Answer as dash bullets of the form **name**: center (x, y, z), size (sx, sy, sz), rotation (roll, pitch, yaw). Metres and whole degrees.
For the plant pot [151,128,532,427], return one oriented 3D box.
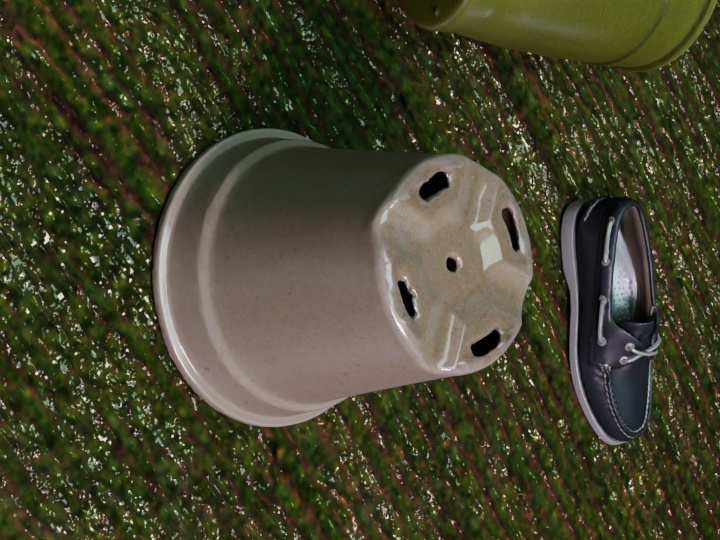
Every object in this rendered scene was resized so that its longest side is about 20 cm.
- **plant pot**: center (0.000, 0.000, 1.063), size (0.200, 0.183, 0.202), rotation (3, 85, -41)

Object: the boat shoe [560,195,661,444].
- **boat shoe**: center (0.206, 0.041, 1.330), size (0.075, 0.060, 0.202), rotation (-19, 100, -41)

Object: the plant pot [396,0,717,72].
- **plant pot**: center (0.126, -0.242, 1.207), size (0.192, 0.200, 0.202), rotation (-6, 91, -30)
